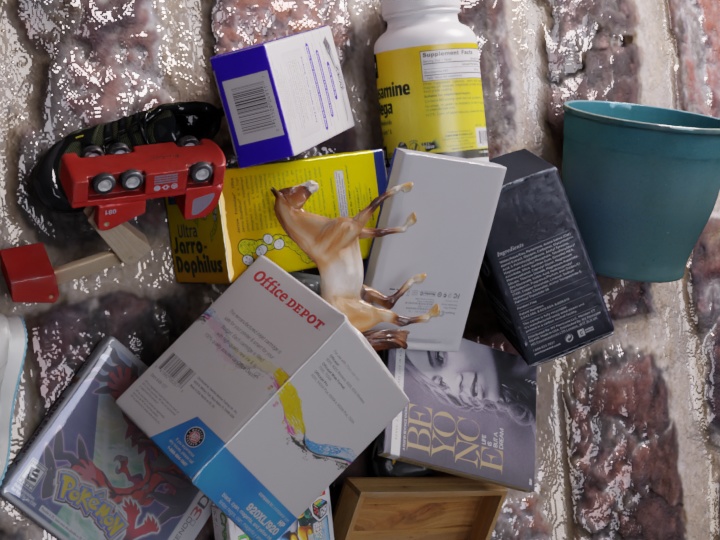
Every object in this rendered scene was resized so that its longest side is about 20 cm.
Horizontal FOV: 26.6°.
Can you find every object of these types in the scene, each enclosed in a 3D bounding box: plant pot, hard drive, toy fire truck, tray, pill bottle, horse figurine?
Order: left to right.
[{"bbox_3d":[-0.225,-0.046,1.391,0.200,0.049,0.141,-9,134,-23],"label":"toy fire truck"},{"bbox_3d":[0.000,0.000,1.469,0.132,0.050,0.200,-16,110,-10],"label":"horse figurine"},{"bbox_3d":[0.059,0.272,1.641,0.200,0.037,0.099,5,111,-36],"label":"tray"},{"bbox_3d":[0.068,-0.018,1.543,0.132,0.025,0.200,5,104,-35],"label":"hard drive"},{"bbox_3d":[0.073,-0.198,1.632,0.112,0.112,0.200,-8,93,-35],"label":"pill bottle"},{"bbox_3d":[0.323,-0.090,1.771,0.200,0.200,0.188,-4,107,-35],"label":"plant pot"}]

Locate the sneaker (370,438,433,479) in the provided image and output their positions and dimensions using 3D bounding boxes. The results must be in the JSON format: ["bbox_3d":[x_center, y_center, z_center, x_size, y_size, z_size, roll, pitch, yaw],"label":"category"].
[{"bbox_3d":[0.104,0.175,1.661,0.200,0.090,0.070,-25,103,-33],"label":"sneaker"}]

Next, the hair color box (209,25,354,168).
[{"bbox_3d":[-0.073,-0.174,1.496,0.200,0.065,0.109,-37,114,-67],"label":"hair color box"}]

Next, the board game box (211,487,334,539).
[{"bbox_3d":[-0.082,0.319,1.550,0.126,0.035,0.200,-13,102,-36],"label":"board game box"}]

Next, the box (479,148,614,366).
[{"bbox_3d":[0.183,-0.018,1.669,0.104,0.148,0.200,-22,105,-2],"label":"box"}]

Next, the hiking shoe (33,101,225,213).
[{"bbox_3d":[-0.214,-0.119,1.428,0.200,0.101,0.076,-32,95,-34],"label":"hiking shoe"}]

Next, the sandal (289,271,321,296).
[{"bbox_3d":[-0.022,0.029,1.596,0.202,0.082,0.050,18,36,-32],"label":"sandal"}]

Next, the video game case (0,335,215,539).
[{"bbox_3d":[-0.224,0.194,1.469,0.200,0.023,0.182,44,65,-26],"label":"video game case"}]

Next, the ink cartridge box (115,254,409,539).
[{"bbox_3d":[-0.088,0.121,1.415,0.200,0.147,0.145,-45,134,-8],"label":"ink cartridge box"}]

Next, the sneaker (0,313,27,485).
[{"bbox_3d":[-0.353,0.134,1.354,0.081,0.076,0.200,11,77,-26],"label":"sneaker"}]

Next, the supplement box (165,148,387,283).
[{"bbox_3d":[-0.080,-0.054,1.522,0.200,0.109,0.110,-10,95,-35],"label":"supplement box"}]

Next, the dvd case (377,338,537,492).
[{"bbox_3d":[0.106,0.143,1.606,0.200,0.016,0.149,18,64,-30],"label":"dvd case"}]
